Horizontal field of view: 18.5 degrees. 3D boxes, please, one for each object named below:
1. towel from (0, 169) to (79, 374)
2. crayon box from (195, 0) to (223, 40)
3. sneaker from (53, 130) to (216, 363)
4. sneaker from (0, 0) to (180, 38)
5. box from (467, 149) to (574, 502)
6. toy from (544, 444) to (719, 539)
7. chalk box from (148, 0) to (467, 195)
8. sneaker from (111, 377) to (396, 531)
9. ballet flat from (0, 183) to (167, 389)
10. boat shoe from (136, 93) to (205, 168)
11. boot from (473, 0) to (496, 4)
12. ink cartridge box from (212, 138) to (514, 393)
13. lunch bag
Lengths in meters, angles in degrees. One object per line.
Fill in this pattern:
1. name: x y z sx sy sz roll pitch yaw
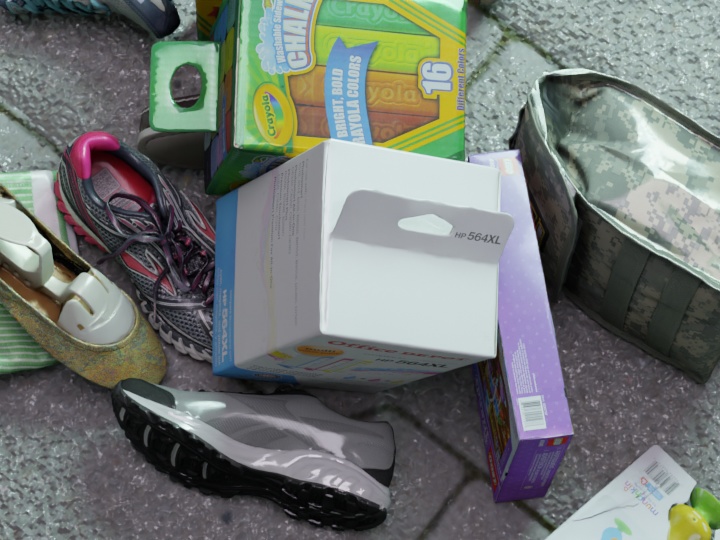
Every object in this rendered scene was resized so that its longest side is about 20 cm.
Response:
1. towel: -0.286 0.002 1.501 0.199 0.023 0.153 -5 68 -26
2. crayon box: -0.055 -0.208 1.531 0.126 0.200 0.051 -4 68 -3
3. sneaker: -0.133 -0.013 1.511 0.200 0.075 0.081 41 71 2
4. sneaker: -0.220 -0.213 1.607 0.200 0.078 0.086 34 83 19
5. box: 0.098 0.039 1.470 0.039 0.137 0.201 -6 69 -6
6. toy: 0.164 0.219 1.449 0.200 0.047 0.115 -39 71 -19
7. chalk box: -0.040 -0.119 1.467 0.199 0.124 0.126 3 77 -13
8. sneaker: -0.071 0.110 1.479 0.199 0.074 0.080 18 59 -1
9. ballet flat: -0.208 0.007 1.482 0.200 0.071 0.071 40 72 -2
10. boat shoe: -0.063 -0.116 1.564 0.199 0.072 0.060 -7 71 -10
11. boot: 0.168 -0.274 1.636 0.145 0.070 0.201 11 69 1
12. ink cartridge box: 0.000 0.000 1.423 0.128 0.200 0.126 7 77 -25
13. lunch bag: 0.181 -0.036 1.488 0.199 0.164 0.118 31 69 11
